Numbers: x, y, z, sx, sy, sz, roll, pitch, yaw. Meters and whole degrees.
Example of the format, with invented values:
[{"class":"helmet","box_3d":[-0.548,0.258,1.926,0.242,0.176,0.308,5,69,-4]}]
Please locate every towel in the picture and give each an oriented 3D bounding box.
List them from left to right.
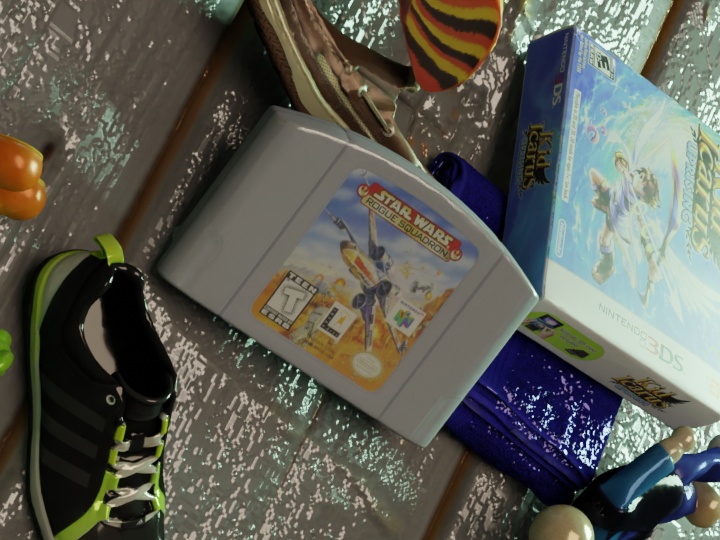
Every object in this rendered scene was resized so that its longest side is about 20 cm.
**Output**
[{"class":"towel","box_3d":[0.093,0.039,1.488,0.200,0.049,0.148,39,66,-30]}]

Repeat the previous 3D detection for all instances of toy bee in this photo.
[{"class":"toy bee","box_3d":[0.044,-0.204,1.332,0.131,0.108,0.200,-95,160,-51]}]

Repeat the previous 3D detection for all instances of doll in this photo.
[{"class":"doll","box_3d":[0.171,0.145,1.504,0.200,0.137,0.049,-12,58,-48]}]

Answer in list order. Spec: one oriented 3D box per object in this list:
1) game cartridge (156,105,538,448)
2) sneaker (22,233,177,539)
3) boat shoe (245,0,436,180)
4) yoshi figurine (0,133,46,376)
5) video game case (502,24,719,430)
[{"class":"game cartridge","box_3d":[0.000,0.000,1.375,0.200,0.042,0.133,34,102,-22]},{"class":"sneaker","box_3d":[-0.135,0.082,1.286,0.071,0.083,0.201,-14,97,-37]},{"class":"boat shoe","box_3d":[-0.003,-0.104,1.395,0.075,0.075,0.203,-25,115,0]},{"class":"yoshi figurine","box_3d":[-0.206,0.034,1.221,0.112,0.112,0.201,34,71,-39]},{"class":"video game case","box_3d":[0.169,-0.026,1.521,0.181,0.045,0.201,32,55,-36]}]
